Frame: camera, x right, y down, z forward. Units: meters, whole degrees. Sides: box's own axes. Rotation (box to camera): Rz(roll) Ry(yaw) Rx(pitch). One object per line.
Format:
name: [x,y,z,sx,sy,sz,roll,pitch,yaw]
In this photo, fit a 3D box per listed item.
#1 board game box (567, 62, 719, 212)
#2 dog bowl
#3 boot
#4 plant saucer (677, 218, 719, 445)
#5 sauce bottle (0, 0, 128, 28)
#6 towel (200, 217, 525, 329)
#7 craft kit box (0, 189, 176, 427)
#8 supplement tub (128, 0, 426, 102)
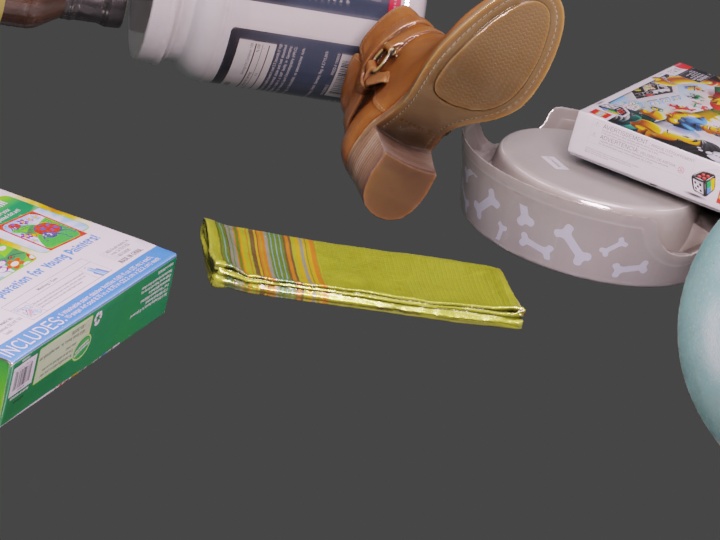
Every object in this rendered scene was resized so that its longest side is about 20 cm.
board game box: [0.241,-0.094,1.705,0.126,0.035,0.200,23,24,20]
dog bowl: [0.160,-0.051,1.677,0.200,0.059,0.200,11,22,-5]
boot: [0.050,-0.145,1.656,0.074,0.200,0.155,33,22,-26]
plant saucer: [0.279,0.033,1.366,0.200,0.200,0.036,17,-5,9]
sauce bottle: [-0.273,-0.213,1.808,0.200,0.065,0.065,9,23,-17]
towel: [0.000,0.000,1.516,0.200,0.018,0.086,9,24,-13]
craft kit box: [-0.232,0.004,1.340,0.197,0.049,0.200,23,24,15]
supplement tub: [-0.062,-0.201,1.798,0.200,0.140,0.140,8,23,-15]
